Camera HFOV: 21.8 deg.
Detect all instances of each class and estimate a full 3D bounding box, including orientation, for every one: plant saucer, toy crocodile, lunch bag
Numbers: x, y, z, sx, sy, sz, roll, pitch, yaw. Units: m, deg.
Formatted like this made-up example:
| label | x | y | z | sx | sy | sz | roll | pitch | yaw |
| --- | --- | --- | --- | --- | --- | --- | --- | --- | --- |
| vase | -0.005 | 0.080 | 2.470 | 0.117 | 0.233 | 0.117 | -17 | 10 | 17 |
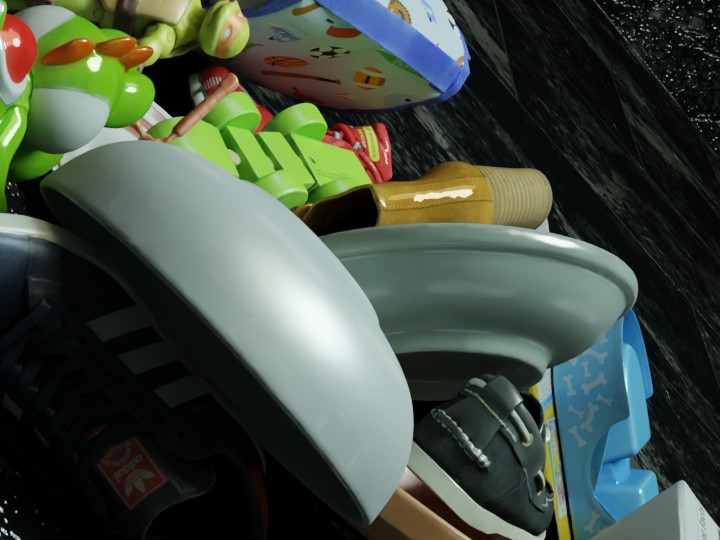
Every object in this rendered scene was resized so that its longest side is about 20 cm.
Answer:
| label | x | y | z | sx | sy | sz | roll | pitch | yaw |
| --- | --- | --- | --- | --- | --- | --- | --- | --- | --- |
| plant saucer | 0.040 | 0.030 | 0.939 | 0.200 | 0.199 | 0.051 | 28 | 58 | -54 |
| plant saucer | 0.032 | 0.125 | 0.936 | 0.200 | 0.032 | 0.200 | 36 | 0 | 0 |
| toy crocodile | -0.050 | -0.050 | 1.006 | 0.068 | 0.062 | 0.200 | 58 | 22 | 15 |
| lunch bag | -0.045 | -0.173 | 1.125 | 0.200 | 0.124 | 0.170 | 27 | 0 | 40 |

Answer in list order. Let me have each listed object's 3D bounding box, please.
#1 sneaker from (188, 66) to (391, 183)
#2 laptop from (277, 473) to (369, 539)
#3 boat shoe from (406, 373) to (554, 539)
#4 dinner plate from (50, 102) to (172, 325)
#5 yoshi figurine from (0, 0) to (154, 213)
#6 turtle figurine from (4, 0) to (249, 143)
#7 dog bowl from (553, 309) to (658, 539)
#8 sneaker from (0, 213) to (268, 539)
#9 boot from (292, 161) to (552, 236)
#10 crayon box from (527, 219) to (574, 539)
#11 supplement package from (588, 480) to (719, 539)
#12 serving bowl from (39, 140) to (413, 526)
| label | x | y | z | sx | sy | sz | roll | pitch | yaw |
| --- | --- | --- | --- | --- | --- | --- | --- | --- | --- |
| sneaker | -0.025 | -0.068 | 1.136 | 0.200 | 0.085 | 0.077 | 41 | 20 | -37 |
| laptop | 0.042 | 0.215 | 0.932 | 0.200 | 0.104 | 0.177 | 35 | 0 | 43 |
| boat shoe | 0.074 | 0.096 | 0.947 | 0.072 | 0.068 | 0.200 | 38 | -1 | 19 |
| dinner plate | -0.105 | -0.024 | 0.976 | 0.200 | 0.024 | 0.200 | 47 | 18 | -20 |
| yoshi figurine | -0.177 | -0.070 | 0.806 | 0.112 | 0.113 | 0.200 | 18 | 14 | 33 |
| turtle figurine | -0.119 | -0.150 | 0.978 | 0.161 | 0.065 | 0.201 | 22 | 57 | 4 |
| dog bowl | 0.163 | 0.126 | 1.203 | 0.111 | 0.049 | 0.201 | -12 | 94 | -73 |
| sneaker | -0.101 | 0.057 | 0.746 | 0.200 | 0.075 | 0.085 | 42 | 17 | -34 |
| boot | 0.001 | 0.000 | 1.031 | 0.143 | 0.201 | 0.071 | -6 | 64 | -38 |
| crayon box | 0.100 | 0.071 | 1.193 | 0.126 | 0.051 | 0.201 | -27 | 108 | -73 |
| supplement package | 0.202 | 0.249 | 1.101 | 0.200 | 0.117 | 0.117 | 50 | 19 | -10 |
| serving bowl | -0.045 | 0.015 | 0.792 | 0.200 | 0.066 | 0.200 | 44 | -12 | 12 |
